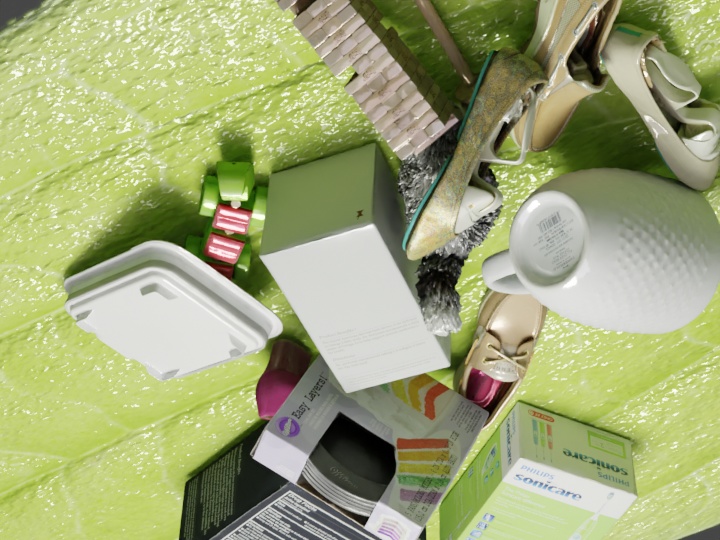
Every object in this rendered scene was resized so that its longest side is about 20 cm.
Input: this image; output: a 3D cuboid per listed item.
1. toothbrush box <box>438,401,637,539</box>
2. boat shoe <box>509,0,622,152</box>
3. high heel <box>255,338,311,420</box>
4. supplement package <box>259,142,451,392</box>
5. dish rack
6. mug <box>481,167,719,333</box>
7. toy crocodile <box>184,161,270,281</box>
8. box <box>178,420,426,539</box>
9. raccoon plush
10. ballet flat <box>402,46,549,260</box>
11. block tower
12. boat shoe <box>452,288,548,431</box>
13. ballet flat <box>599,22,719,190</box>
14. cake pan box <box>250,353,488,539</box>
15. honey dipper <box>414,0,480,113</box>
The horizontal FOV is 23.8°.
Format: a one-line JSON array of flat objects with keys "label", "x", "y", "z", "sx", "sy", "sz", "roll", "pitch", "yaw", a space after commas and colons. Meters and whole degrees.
[{"label": "toothbrush box", "x": 0.192, "y": 0.257, "z": 1.888, "sx": 0.145, "sy": 0.086, "sz": 0.201, "roll": 19, "pitch": 131, "yaw": -14}, {"label": "boat shoe", "x": 0.180, "y": -0.174, "z": 1.484, "sx": 0.071, "sy": 0.076, "sz": 0.201, "roll": -24, "pitch": 143, "yaw": -31}, {"label": "high heel", "x": -0.032, "y": 0.162, "z": 1.796, "sx": 0.199, "sy": 0.097, "sz": 0.067, "roll": 35, "pitch": 137, "yaw": -24}, {"label": "supplement package", "x": 0.000, "y": 0.000, "z": 1.636, "sx": 0.116, "sy": 0.118, "sz": 0.201, "roll": -15, "pitch": 131, "yaw": 18}, {"label": "dish rack", "x": -0.193, "y": 0.050, "z": 1.698, "sx": 0.171, "sy": 0.044, "sz": 0.199, "roll": 36, "pitch": 145, "yaw": -28}, {"label": "mug", "x": 0.202, "y": -0.014, "z": 1.562, "sx": 0.199, "sy": 0.149, "sz": 0.175, "roll": -18, "pitch": 164, "yaw": 40}, {"label": "toy crocodile", "x": -0.132, "y": -0.030, "z": 1.652, "sx": 0.067, "sy": 0.062, "sz": 0.201, "roll": 12, "pitch": 132, "yaw": -9}, {"label": "box", "x": -0.062, "y": 0.273, "z": 1.886, "sx": 0.199, "sy": 0.124, "sz": 0.198, "roll": 34, "pitch": 126, "yaw": -28}, {"label": "raccoon plush", "x": 0.077, "y": -0.060, "z": 1.531, "sx": 0.096, "sy": 0.201, "sz": 0.134, "roll": -14, "pitch": 151, "yaw": 8}, {"label": "ballet flat", "x": 0.103, "y": -0.091, "z": 1.464, "sx": 0.070, "sy": 0.071, "sz": 0.201, "roll": 24, "pitch": 93, "yaw": -19}, {"label": "block tower", "x": 0.003, "y": -0.186, "z": 1.458, "sx": 0.054, "sy": 0.058, "sz": 0.200, "roll": -36, "pitch": 101, "yaw": 24}, {"label": "boat shoe", "x": 0.145, "y": 0.088, "z": 1.745, "sx": 0.073, "sy": 0.070, "sz": 0.201, "roll": 10, "pitch": 132, "yaw": -8}, {"label": "ballet flat", "x": 0.283, "y": -0.143, "z": 1.523, "sx": 0.069, "sy": 0.070, "sz": 0.200, "roll": -28, "pitch": 127, "yaw": 25}, {"label": "cake pan box", "x": 0.011, "y": 0.165, "z": 1.699, "sx": 0.183, "sy": 0.200, "sz": 0.053, "roll": 31, "pitch": 131, "yaw": 8}, {"label": "honey dipper", "x": 0.076, "y": -0.203, "z": 1.504, "sx": 0.038, "sy": 0.038, "sz": 0.200, "roll": -20, "pitch": 127, "yaw": 19}]
